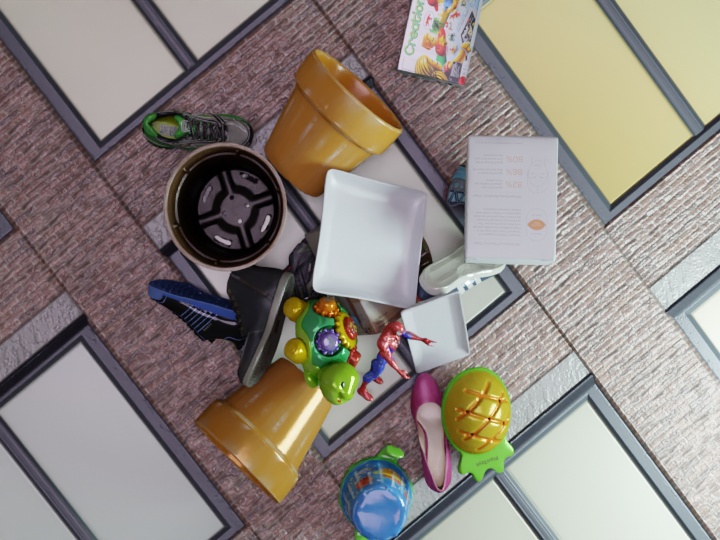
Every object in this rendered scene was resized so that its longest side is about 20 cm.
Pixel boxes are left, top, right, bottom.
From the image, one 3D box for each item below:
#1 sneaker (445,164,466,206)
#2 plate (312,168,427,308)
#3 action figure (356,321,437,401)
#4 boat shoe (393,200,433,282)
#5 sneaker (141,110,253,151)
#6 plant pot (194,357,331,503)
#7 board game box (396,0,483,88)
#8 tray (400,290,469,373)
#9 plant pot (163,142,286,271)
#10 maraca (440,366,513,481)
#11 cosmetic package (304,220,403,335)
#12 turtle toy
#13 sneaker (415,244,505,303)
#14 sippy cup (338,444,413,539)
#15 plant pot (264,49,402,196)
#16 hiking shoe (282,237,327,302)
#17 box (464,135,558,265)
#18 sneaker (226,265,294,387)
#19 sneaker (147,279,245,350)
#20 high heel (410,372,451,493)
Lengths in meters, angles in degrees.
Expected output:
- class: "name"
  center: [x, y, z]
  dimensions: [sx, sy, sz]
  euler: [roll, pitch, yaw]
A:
- class: "sneaker"
  center: [0.237, -0.099, 1.720]
  dimensions: [0.198, 0.079, 0.096]
  euler: [35, 97, 6]
- class: "plate"
  center: [0.013, -0.050, 1.618]
  dimensions: [0.196, 0.032, 0.204]
  euler: [11, 83, -28]
- class: "action figure"
  center: [0.062, 0.159, 1.656]
  dimensions: [0.098, 0.202, 0.066]
  euler: [26, 51, 8]
- class: "boat shoe"
  center: [0.068, -0.060, 1.712]
  dimensions: [0.073, 0.066, 0.203]
  euler: [-28, 106, -3]
- class: "sneaker"
  center: [-0.283, -0.236, 1.682]
  dimensions: [0.195, 0.085, 0.080]
  euler: [1, 92, -3]
- class: "plant pot"
  center: [-0.151, 0.260, 1.666]
  dimensions: [0.200, 0.200, 0.184]
  euler: [44, 74, -3]
- class: "board game box"
  center: [0.144, -0.437, 1.715]
  dimensions: [0.123, 0.035, 0.205]
  euler: [12, 92, -2]
- class: "tray"
  center: [0.130, 0.103, 1.682]
  dimensions: [0.105, 0.202, 0.022]
  euler: [-20, 52, -2]
- class: "plant pot"
  center: [-0.219, -0.105, 1.633]
  dimensions: [0.195, 0.198, 0.205]
  euler: [0, 92, -3]
- class: "maraca"
  center: [0.209, 0.270, 1.712]
  dimensions: [0.134, 0.107, 0.204]
  euler: [-16, 101, -14]
- class: "cosmetic package"
  center: [0.000, 0.000, 1.676]
  dimensions: [0.103, 0.087, 0.203]
  euler: [-33, 101, -27]
- class: "turtle toy"
  center: [-0.051, 0.130, 1.614]
  dimensions: [0.100, 0.145, 0.204]
  euler: [-20, 55, 25]
- class: "sneaker"
  center: [0.171, 0.013, 1.706]
  dimensions: [0.197, 0.085, 0.075]
  euler: [-18, 57, -34]
- class: "sippy cup"
  center: [0.030, 0.408, 1.698]
  dimensions: [0.137, 0.130, 0.181]
  euler: [-17, 93, -1]
- class: "plant pot"
  center: [-0.060, -0.234, 1.641]
  dimensions: [0.200, 0.200, 0.184]
  euler: [41, 106, -3]
- class: "hiking shoe"
  center: [-0.110, 0.041, 1.704]
  dimensions: [0.100, 0.076, 0.202]
  euler: [34, 90, 0]
- class: "box"
  center: [0.249, -0.115, 1.622]
  dimensions: [0.149, 0.106, 0.205]
  euler: [2, 87, 6]
- class: "sneaker"
  center: [-0.189, 0.088, 1.635]
  dimensions: [0.104, 0.075, 0.204]
  euler: [16, 77, 14]
- class: "sneaker"
  center: [-0.286, 0.078, 1.702]
  dimensions: [0.196, 0.070, 0.079]
  euler: [18, 108, 7]
- class: "high heel"
  center: [0.126, 0.286, 1.713]
  dimensions: [0.066, 0.096, 0.205]
  euler: [-2, 93, -2]
